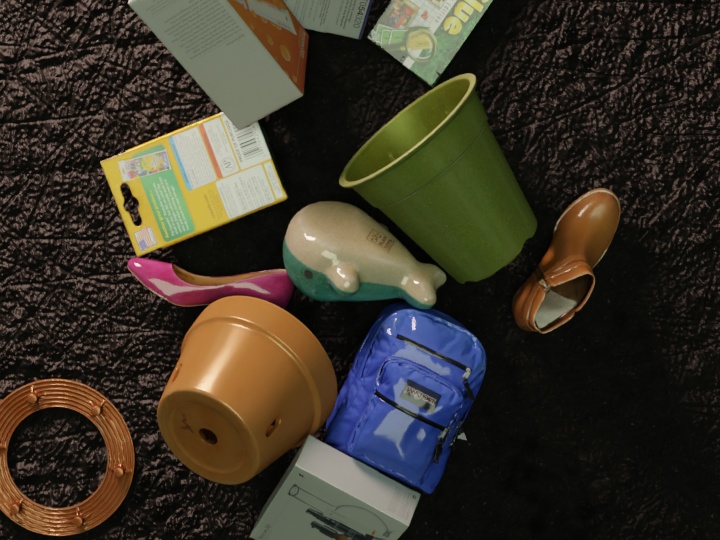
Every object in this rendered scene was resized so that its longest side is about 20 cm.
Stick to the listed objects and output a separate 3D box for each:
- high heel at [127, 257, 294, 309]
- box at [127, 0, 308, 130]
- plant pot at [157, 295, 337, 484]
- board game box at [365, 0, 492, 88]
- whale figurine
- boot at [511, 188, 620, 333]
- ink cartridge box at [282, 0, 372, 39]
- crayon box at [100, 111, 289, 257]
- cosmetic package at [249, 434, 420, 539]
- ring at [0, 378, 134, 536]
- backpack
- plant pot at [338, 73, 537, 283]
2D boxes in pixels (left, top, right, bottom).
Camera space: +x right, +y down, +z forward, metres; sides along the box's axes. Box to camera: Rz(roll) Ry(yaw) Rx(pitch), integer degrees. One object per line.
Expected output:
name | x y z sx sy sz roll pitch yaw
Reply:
high heel | -0.180 0.005 1.376 0.198 0.067 0.097 26 104 -7
box | -0.154 -0.283 1.274 0.097 0.125 0.200 -23 130 23
plant pot | -0.143 0.152 1.313 0.198 0.140 0.202 15 128 20
board game box | 0.105 -0.336 1.374 0.104 0.023 0.201 34 94 -5
whale figurine | 0.000 0.000 1.350 0.198 0.159 0.105 24 122 4
boot | 0.256 -0.007 1.336 0.073 0.155 0.201 33 94 -3
ink cartridge box | -0.070 -0.376 1.300 0.197 0.044 0.198 9 134 -13
crayon box | -0.200 -0.111 1.378 0.198 0.052 0.127 -21 95 1
cosmetic package | -0.035 0.296 1.356 0.150 0.052 0.201 29 138 0
ring | -0.385 0.239 1.426 0.197 0.019 0.204 0 95 -1
backpack | 0.066 0.146 1.347 0.161 0.168 0.202 26 89 -8
plant pot | 0.107 -0.093 1.328 0.199 0.200 0.191 -38 107 3
